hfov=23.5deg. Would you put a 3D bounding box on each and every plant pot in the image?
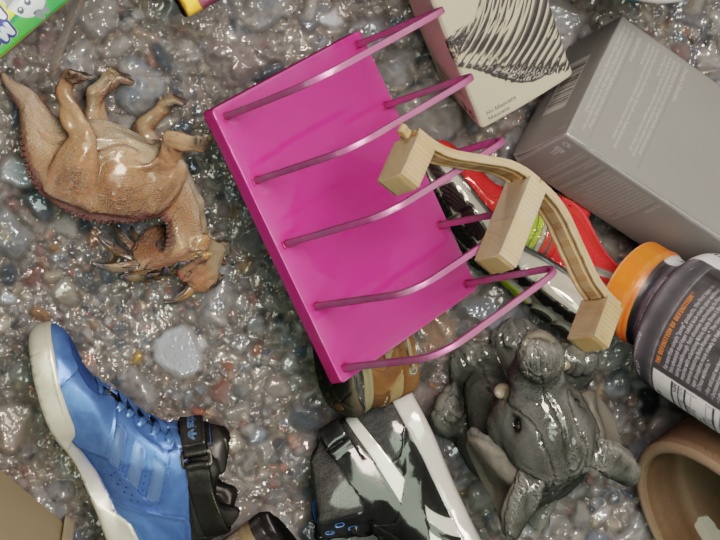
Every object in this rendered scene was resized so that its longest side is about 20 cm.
[{"bbox_3d":[0.331,0.166,1.267,0.174,0.200,0.202,-32,104,-19],"label":"plant pot"}]

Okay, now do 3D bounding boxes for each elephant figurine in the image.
[{"bbox_3d":[0.124,0.117,1.204,0.154,0.200,0.142,30,94,-13],"label":"elephant figurine"}]

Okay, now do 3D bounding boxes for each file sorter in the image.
[{"bbox_3d":[0.021,-0.051,1.131,0.139,0.125,0.201,-32,102,-34],"label":"file sorter"}]

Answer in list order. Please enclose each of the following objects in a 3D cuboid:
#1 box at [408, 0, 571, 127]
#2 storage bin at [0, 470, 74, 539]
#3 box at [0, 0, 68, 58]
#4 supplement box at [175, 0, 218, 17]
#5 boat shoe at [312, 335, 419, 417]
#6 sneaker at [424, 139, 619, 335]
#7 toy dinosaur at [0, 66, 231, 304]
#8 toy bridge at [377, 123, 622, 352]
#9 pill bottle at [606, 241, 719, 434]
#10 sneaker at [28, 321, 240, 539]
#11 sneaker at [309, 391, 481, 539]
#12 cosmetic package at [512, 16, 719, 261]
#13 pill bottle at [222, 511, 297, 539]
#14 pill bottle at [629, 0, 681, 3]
[{"bbox_3d":[0.073,-0.198,1.158,0.082,0.069,0.201,-31,136,-2],"label":"box"},{"bbox_3d":[-0.294,0.242,1.158,0.094,0.200,0.199,42,92,-13],"label":"storage bin"},{"bbox_3d":[-0.246,-0.160,1.135,0.199,0.117,0.049,-37,103,0],"label":"box"},{"bbox_3d":[-0.062,-0.269,1.160,0.199,0.086,0.111,-32,104,-2],"label":"supplement box"},{"bbox_3d":[0.000,0.000,1.231,0.073,0.076,0.202,-9,96,-24],"label":"boat shoe"},{"bbox_3d":[0.121,-0.033,1.254,0.200,0.077,0.085,41,72,-15],"label":"sneaker"},{"bbox_3d":[-0.171,-0.060,1.187,0.198,0.086,0.137,24,103,-7],"label":"toy dinosaur"},{"bbox_3d":[0.094,-0.031,1.086,0.200,0.027,0.068,39,61,-26],"label":"toy bridge"},{"bbox_3d":[0.258,0.058,1.173,0.199,0.106,0.107,35,95,31],"label":"pill bottle"},{"bbox_3d":[-0.152,0.111,1.219,0.110,0.077,0.202,-21,107,1],"label":"sneaker"},{"bbox_3d":[0.026,0.195,1.274,0.111,0.073,0.202,-25,95,-1],"label":"sneaker"},{"bbox_3d":[0.224,-0.076,1.230,0.199,0.090,0.107,35,69,-15],"label":"cosmetic package"},{"bbox_3d":[-0.114,0.274,1.239,0.199,0.112,0.112,-37,104,-2],"label":"pill bottle"},{"bbox_3d":[0.187,-0.234,1.149,0.110,0.200,0.112,-2,101,-9],"label":"pill bottle"}]
